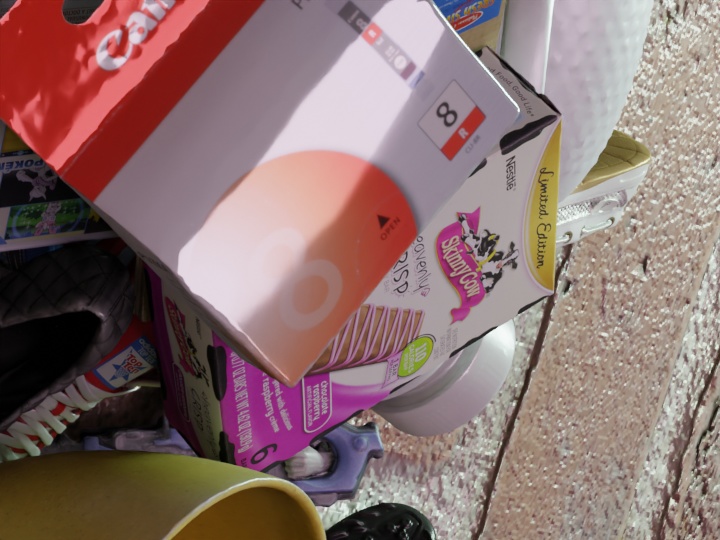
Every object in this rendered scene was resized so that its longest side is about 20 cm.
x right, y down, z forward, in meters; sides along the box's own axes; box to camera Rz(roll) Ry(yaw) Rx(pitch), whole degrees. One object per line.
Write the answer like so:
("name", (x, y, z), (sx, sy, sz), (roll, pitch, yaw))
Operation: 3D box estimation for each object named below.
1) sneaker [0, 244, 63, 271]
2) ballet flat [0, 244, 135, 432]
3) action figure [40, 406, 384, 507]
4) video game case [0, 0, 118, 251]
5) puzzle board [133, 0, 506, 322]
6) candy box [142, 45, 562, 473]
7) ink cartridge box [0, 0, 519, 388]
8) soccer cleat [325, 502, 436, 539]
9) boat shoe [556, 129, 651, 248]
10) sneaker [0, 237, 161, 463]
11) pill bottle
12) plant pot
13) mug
("sneaker", (-0.114, -0.068, 1.263), (0.200, 0.085, 0.077), (-49, 152, -19))
("ballet flat", (-0.186, 0.055, 1.207), (0.200, 0.057, 0.066), (-39, 101, 18))
("action figure", (-0.099, 0.121, 1.387), (0.199, 0.105, 0.194), (7, 94, -18))
("video game case", (-0.137, -0.078, 1.127), (0.199, 0.022, 0.183), (-8, 139, -26))
("puzzle board", (-0.018, -0.068, 1.205), (0.200, 0.017, 0.151), (-27, 148, -28))
("candy box", (0.000, 0.000, 1.234), (0.200, 0.061, 0.137), (-32, 147, -21))
("ink cartridge box", (-0.044, -0.073, 1.086), (0.162, 0.050, 0.200), (-50, 128, -9))
("soccer cleat", (-0.025, 0.220, 1.511), (0.200, 0.068, 0.073), (-53, 160, -24))
("boat shoe", (0.086, -0.028, 1.515), (0.200, 0.071, 0.069), (-14, 128, -35))
("sneaker", (-0.149, 0.062, 1.264), (0.071, 0.112, 0.200), (32, 81, -52))
("pill bottle", (-0.009, 0.001, 1.380), (0.200, 0.109, 0.110), (41, 75, -40))
("plant pot", (-0.130, 0.163, 1.205), (0.200, 0.142, 0.201), (-39, 140, -42))
("mug", (0.080, -0.121, 1.388), (0.200, 0.147, 0.176), (-90, -172, -72))
